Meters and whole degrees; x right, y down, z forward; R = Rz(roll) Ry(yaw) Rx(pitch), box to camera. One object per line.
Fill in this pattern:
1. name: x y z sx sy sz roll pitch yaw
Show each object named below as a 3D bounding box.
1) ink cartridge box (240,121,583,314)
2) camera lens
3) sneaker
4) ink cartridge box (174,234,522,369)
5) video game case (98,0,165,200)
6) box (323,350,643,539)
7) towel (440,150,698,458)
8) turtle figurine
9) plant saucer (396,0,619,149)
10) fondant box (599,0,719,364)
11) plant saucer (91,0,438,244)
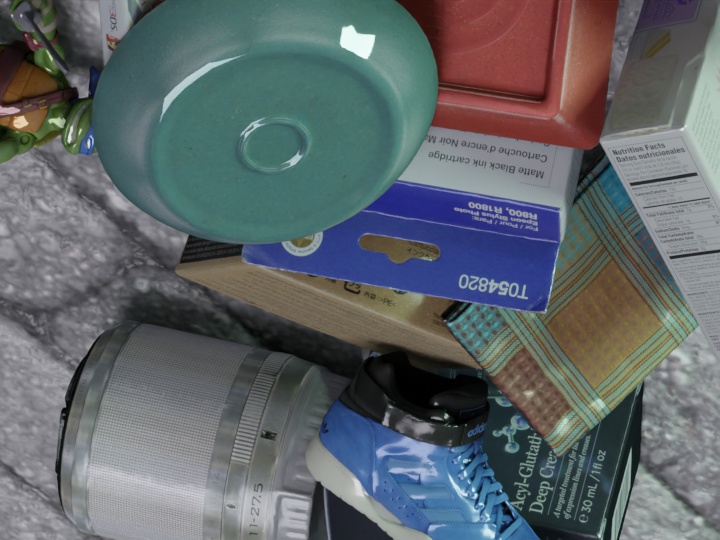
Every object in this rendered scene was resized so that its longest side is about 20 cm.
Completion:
1. ink cartridge box: 0.036 -0.089 1.490 0.198 0.201 0.041 9 167 12
2. camera lens: -0.114 0.130 1.824 0.199 0.161 0.161 12 140 10
3. sneaker: 0.068 0.133 1.634 0.199 0.077 0.112 36 115 13
4. ink cartridge box: 0.000 0.000 1.621 0.199 0.076 0.165 21 171 -20
5. video game case: -0.089 -0.166 1.449 0.023 0.200 0.183 23 142 18
6. box: 0.089 0.144 1.763 0.199 0.149 0.107 9 139 12
7. towel: 0.160 0.007 1.570 0.147 0.200 0.022 48 174 -31
8. turtle figurine: -0.261 -0.125 1.599 0.193 0.200 0.145 25 126 8
9. plant saucer: 0.050 -0.177 1.424 0.199 0.037 0.201 9 105 12
10. fondant box: 0.219 -0.061 1.481 0.058 0.145 0.200 -7 133 30
11. plant saucer: -0.050 -0.080 1.395 0.198 0.036 0.201 -8 135 -8
